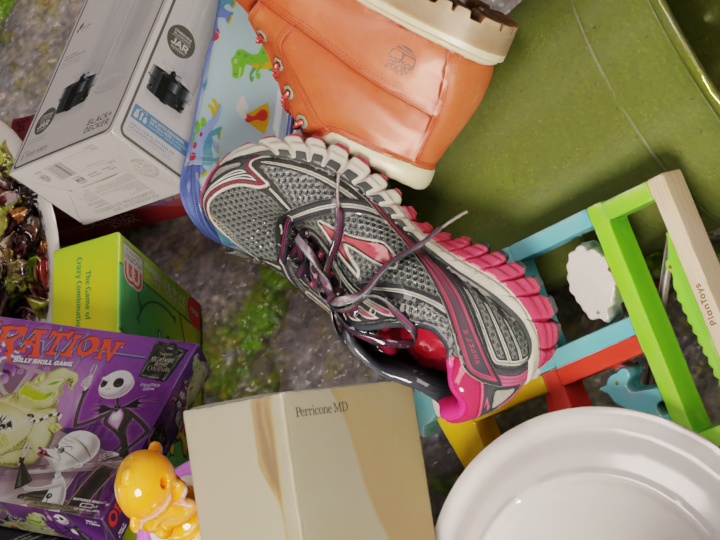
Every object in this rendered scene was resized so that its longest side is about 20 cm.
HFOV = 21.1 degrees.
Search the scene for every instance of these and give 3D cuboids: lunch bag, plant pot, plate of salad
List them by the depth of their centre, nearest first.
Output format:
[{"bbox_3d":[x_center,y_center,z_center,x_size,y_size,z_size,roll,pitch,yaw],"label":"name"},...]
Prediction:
[{"bbox_3d":[0.126,0.164,0.938,0.199,0.048,0.202,4,98,27],"label":"plate of salad"},{"bbox_3d":[0.120,-0.073,1.031,0.189,0.200,0.201,-33,54,24],"label":"plant pot"},{"bbox_3d":[-0.018,-0.098,1.101,0.082,0.160,0.202,5,85,36],"label":"lunch bag"},{"bbox_3d":[-0.250,0.001,1.203,0.199,0.048,0.202,3,94,48],"label":"plate of salad"}]

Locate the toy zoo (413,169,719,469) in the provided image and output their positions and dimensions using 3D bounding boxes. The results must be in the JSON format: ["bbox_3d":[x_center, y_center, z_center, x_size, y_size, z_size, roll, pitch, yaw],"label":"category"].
[{"bbox_3d":[0.102,0.047,0.970,0.199,0.020,0.132,-27,81,39],"label":"toy zoo"}]

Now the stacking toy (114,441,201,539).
[{"bbox_3d":[-0.071,0.139,0.993,0.109,0.200,0.117,2,67,29],"label":"stacking toy"}]

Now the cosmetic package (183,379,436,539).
[{"bbox_3d":[-0.015,0.158,0.937,0.071,0.105,0.202,-13,84,40],"label":"cosmetic package"}]

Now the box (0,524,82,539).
[{"bbox_3d":[-0.219,0.236,1.021,0.181,0.104,0.202,7,108,31],"label":"box"}]

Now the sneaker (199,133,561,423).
[{"bbox_3d":[0.000,0.000,0.953,0.199,0.081,0.075,29,49,23],"label":"sneaker"}]

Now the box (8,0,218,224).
[{"bbox_3d":[-0.121,-0.135,1.138,0.116,0.060,0.201,-16,48,47],"label":"box"}]

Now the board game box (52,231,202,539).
[{"bbox_3d":[-0.133,0.092,1.111,0.047,0.102,0.201,-15,59,18],"label":"board game box"}]

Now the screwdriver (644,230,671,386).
[{"bbox_3d":[0.147,0.058,0.971,0.028,0.029,0.202,18,105,37],"label":"screwdriver"}]

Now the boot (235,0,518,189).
[{"bbox_3d":[-0.030,-0.119,0.986,0.199,0.075,0.108,28,108,14],"label":"boot"}]

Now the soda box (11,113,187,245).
[{"bbox_3d":[-0.121,-0.076,1.211,0.199,0.070,0.064,-14,59,21],"label":"soda box"}]

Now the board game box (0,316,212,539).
[{"bbox_3d":[-0.192,0.080,1.046,0.199,0.032,0.120,5,45,26],"label":"board game box"}]
